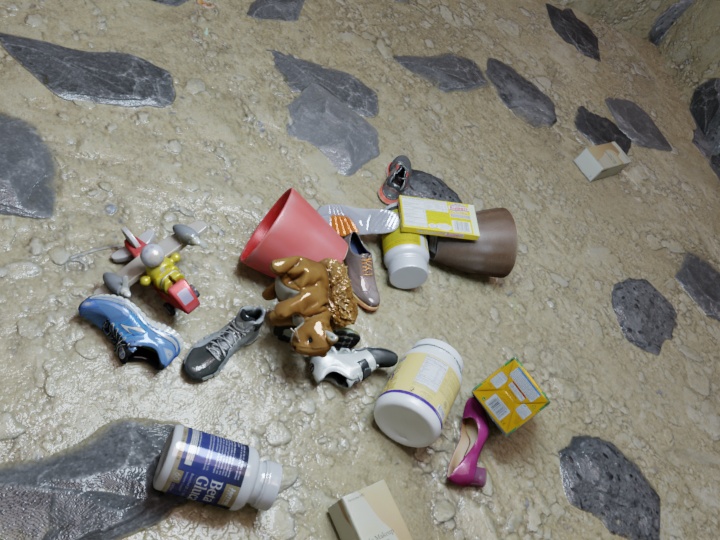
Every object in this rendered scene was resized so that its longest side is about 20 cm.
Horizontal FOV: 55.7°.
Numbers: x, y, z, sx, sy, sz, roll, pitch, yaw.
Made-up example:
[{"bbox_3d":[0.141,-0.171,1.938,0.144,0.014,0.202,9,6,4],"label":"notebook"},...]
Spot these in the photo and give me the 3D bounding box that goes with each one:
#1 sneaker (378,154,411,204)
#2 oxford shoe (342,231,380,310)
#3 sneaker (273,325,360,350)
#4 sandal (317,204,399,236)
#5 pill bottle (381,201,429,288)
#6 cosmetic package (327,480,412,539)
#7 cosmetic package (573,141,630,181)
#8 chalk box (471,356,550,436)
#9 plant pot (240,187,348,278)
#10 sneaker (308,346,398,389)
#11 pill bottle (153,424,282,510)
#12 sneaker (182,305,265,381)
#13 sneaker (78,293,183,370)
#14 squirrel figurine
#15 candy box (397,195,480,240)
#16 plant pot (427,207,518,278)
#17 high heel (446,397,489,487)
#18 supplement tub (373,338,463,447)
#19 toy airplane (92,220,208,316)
[{"bbox_3d":[0.113,-0.262,1.871,0.077,0.082,0.200,28,47,-9],"label":"sneaker"},{"bbox_3d":[0.000,0.000,1.607,0.071,0.073,0.200,-8,62,-36],"label":"oxford shoe"},{"bbox_3d":[-0.090,0.114,1.471,0.200,0.077,0.089,17,41,-22],"label":"sneaker"},{"bbox_3d":[-0.006,-0.115,1.683,0.206,0.059,0.079,5,82,6],"label":"sandal"},{"bbox_3d":[0.110,-0.063,1.695,0.114,0.114,0.200,14,50,-22],"label":"pill bottle"},{"bbox_3d":[0.034,0.498,1.235,0.105,0.071,0.200,-12,64,-37],"label":"cosmetic package"},{"bbox_3d":[0.865,-0.391,2.434,0.200,0.071,0.105,-19,68,-40],"label":"cosmetic package"},{"bbox_3d":[0.336,0.280,1.533,0.125,0.124,0.200,52,5,13],"label":"chalk box"},{"bbox_3d":[-0.138,-0.051,1.496,0.177,0.200,0.201,36,45,-16],"label":"plant pot"},{"bbox_3d":[-0.011,0.212,1.443,0.200,0.074,0.089,1,55,-19],"label":"sneaker"},{"bbox_3d":[-0.241,0.345,1.169,0.200,0.111,0.111,21,48,-15],"label":"pill bottle"},{"bbox_3d":[-0.258,0.125,1.324,0.075,0.116,0.200,43,45,5],"label":"sneaker"},{"bbox_3d":[-0.430,0.116,1.254,0.200,0.079,0.089,30,44,-8],"label":"sneaker"},{"bbox_3d":[-0.082,0.076,1.364,0.200,0.142,0.187,-12,63,-31],"label":"squirrel figurine"},{"bbox_3d":[0.192,-0.129,1.681,0.200,0.026,0.102,6,51,-13],"label":"candy box"},{"bbox_3d":[0.277,-0.073,1.776,0.200,0.187,0.187,-1,56,-15],"label":"plant pot"},{"bbox_3d":[0.225,0.361,1.466,0.096,0.067,0.200,22,50,-30],"label":"high heel"},{"bbox_3d":[0.129,0.255,1.439,0.145,0.145,0.200,37,45,-1],"label":"supplement tub"},{"bbox_3d":[-0.404,-0.018,1.327,0.199,0.141,0.200,5,65,-6],"label":"toy airplane"}]
